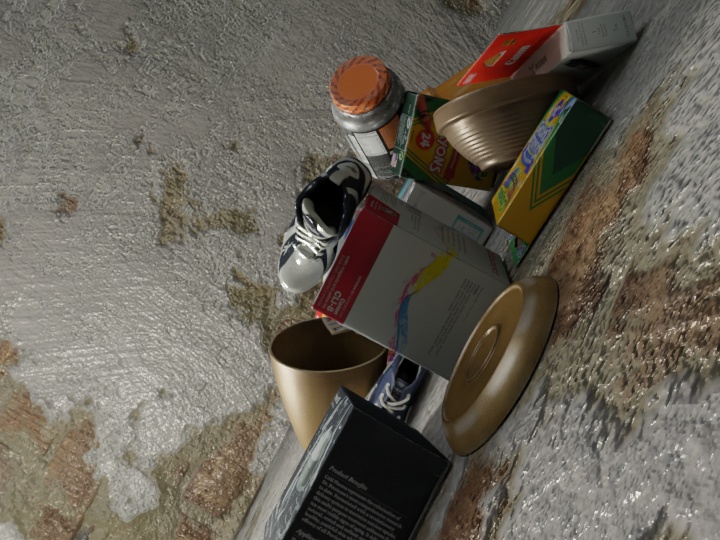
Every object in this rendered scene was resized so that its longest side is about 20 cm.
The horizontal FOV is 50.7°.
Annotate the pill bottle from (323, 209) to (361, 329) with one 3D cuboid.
[{"bbox_3d":[0.000,0.000,1.159,0.113,0.111,0.201,-59,12,30],"label":"pill bottle"}]

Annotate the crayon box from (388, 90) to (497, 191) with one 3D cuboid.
[{"bbox_3d":[0.153,-0.200,1.196,0.051,0.197,0.129,-139,57,-61],"label":"crayon box"}]

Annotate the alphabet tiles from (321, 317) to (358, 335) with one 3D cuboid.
[{"bbox_3d":[0.041,0.061,1.185,0.166,0.197,0.006,-142,37,-76],"label":"alphabet tiles"}]

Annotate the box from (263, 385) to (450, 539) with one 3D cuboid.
[{"bbox_3d":[-0.013,0.252,0.840,0.198,0.123,0.200,-59,3,-5],"label":"box"}]

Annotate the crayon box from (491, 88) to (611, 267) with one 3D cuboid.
[{"bbox_3d":[0.219,-0.116,0.929,0.202,0.051,0.126,-61,3,19],"label":"crayon box"}]

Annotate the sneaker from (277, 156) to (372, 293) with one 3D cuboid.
[{"bbox_3d":[-0.061,-0.049,0.961,0.200,0.079,0.130,-52,-5,17],"label":"sneaker"}]

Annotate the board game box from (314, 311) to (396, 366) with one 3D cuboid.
[{"bbox_3d":[-0.012,0.116,1.365,0.201,0.046,0.153,60,146,34],"label":"board game box"}]

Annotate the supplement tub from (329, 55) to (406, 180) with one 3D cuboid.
[{"bbox_3d":[0.028,-0.247,1.239,0.124,0.121,0.200,-62,-29,-15],"label":"supplement tub"}]

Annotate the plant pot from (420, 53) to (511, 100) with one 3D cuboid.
[{"bbox_3d":[0.216,-0.288,1.371,0.183,0.200,0.200,-43,9,17],"label":"plant pot"}]

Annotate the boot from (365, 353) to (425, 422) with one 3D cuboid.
[{"bbox_3d":[0.031,0.192,1.038,0.091,0.072,0.201,114,-178,-47],"label":"boot"}]

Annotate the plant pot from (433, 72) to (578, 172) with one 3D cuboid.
[{"bbox_3d":[0.205,-0.193,1.045,0.201,0.198,0.094,153,106,-84],"label":"plant pot"}]

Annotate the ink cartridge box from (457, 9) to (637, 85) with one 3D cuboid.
[{"bbox_3d":[0.237,-0.271,1.000,0.200,0.171,0.044,150,107,-81],"label":"ink cartridge box"}]

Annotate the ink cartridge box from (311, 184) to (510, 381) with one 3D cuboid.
[{"bbox_3d":[0.065,0.013,0.951,0.146,0.198,0.145,-62,2,17],"label":"ink cartridge box"}]

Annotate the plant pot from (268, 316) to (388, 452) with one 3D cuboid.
[{"bbox_3d":[-0.042,0.202,1.186,0.187,0.183,0.203,-69,-23,-68],"label":"plant pot"}]

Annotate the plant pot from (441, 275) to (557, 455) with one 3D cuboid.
[{"bbox_3d":[0.132,0.089,0.768,0.202,0.027,0.200,-61,3,4],"label":"plant pot"}]

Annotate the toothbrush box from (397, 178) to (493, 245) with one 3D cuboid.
[{"bbox_3d":[0.129,-0.090,1.257,0.086,0.145,0.200,-59,3,16],"label":"toothbrush box"}]
